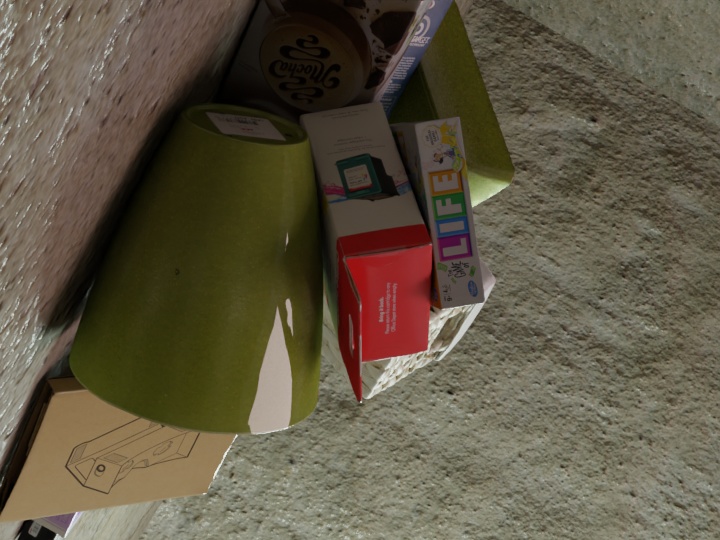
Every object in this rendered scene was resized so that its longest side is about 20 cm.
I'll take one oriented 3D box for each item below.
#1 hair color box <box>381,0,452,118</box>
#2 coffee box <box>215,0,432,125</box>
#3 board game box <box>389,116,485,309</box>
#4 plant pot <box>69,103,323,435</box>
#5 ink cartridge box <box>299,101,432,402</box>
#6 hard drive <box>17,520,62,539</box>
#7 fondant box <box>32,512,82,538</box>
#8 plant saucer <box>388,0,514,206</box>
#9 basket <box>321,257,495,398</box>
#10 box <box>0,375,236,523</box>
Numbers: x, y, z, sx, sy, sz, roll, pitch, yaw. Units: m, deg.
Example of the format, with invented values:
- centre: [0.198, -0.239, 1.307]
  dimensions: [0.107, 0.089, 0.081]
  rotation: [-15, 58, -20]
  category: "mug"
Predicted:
- centre: [0.010, -0.224, 1.561]
  dimensions: [0.060, 0.100, 0.200]
  rotation: [-2, 129, -48]
  category: "hair color box"
- centre: [-0.028, -0.172, 1.303]
  dimensions: [0.200, 0.113, 0.080]
  rotation: [-62, 178, 38]
  category: "coffee box"
- centre: [0.047, -0.047, 1.280]
  dimensions: [0.200, 0.034, 0.135]
  rotation: [-159, -119, -80]
  category: "board game box"
- centre: [-0.104, -0.013, 1.216]
  dimensions: [0.187, 0.187, 0.200]
  rotation: [-56, 159, -69]
  category: "plant pot"
- centre: [0.006, -0.015, 1.238]
  dimensions: [0.116, 0.067, 0.200]
  rotation: [89, -12, -46]
  category: "ink cartridge box"
- centre: [-0.269, 0.187, 1.698]
  dimensions: [0.140, 0.038, 0.200]
  rotation: [-60, 179, 24]
  category: "hard drive"
- centre: [-0.227, 0.126, 1.522]
  dimensions: [0.144, 0.058, 0.200]
  rotation: [-61, 177, 35]
  category: "fondant box"
- centre: [0.034, -0.134, 1.612]
  dimensions: [0.048, 0.200, 0.200]
  rotation: [1, 155, -47]
  category: "plant saucer"
- centre: [0.000, 0.000, 1.535]
  dimensions: [0.123, 0.200, 0.136]
  rotation: [-33, 163, -35]
  category: "basket"
- centre: [-0.189, 0.140, 1.383]
  dimensions: [0.200, 0.021, 0.164]
  rotation: [-4, 137, -37]
  category: "box"
